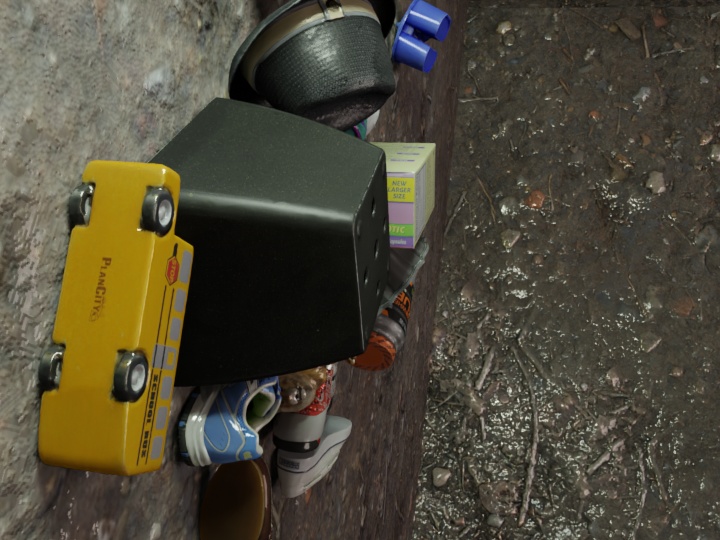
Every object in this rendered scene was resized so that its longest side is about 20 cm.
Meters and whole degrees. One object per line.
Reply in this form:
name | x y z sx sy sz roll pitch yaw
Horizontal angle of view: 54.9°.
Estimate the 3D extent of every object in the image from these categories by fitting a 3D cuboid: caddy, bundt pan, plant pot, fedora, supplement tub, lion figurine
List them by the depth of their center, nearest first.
plant pot | -0.069 -0.026 0.626 0.200 0.175 0.202 -70 159 -54
fedora | -0.031 -0.194 0.699 0.092 0.199 0.200 59 8 10
lion figurine | -0.073 0.071 0.869 0.073 0.121 0.203 110 -29 -76
bundt pan | 0.000 0.000 0.998 0.076 0.201 0.203 45 32 -15
supplement tub | 0.028 0.068 1.235 0.123 0.121 0.202 79 19 -50
caddy | 0.125 -0.524 1.545 0.143 0.104 0.200 -64 173 16

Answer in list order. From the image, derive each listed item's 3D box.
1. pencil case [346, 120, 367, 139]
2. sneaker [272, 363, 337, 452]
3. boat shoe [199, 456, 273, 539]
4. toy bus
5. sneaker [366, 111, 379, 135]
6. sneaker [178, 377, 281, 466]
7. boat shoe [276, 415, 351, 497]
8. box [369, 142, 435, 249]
pencil case | -0.036 -0.204 0.863 0.092 0.085 0.201 37 31 -24
sneaker | -0.070 0.156 0.924 0.201 0.066 0.110 -52 150 -77
boat shoe | -0.126 0.282 0.717 0.070 0.069 0.203 -7 109 -70
toy bus | -0.161 0.032 0.474 0.078 0.064 0.203 45 50 -74
sneaker | -0.011 -0.289 1.059 0.115 0.074 0.203 18 82 -78
sneaker | -0.112 0.112 0.703 0.202 0.076 0.076 -76 163 -44
boat shoe | -0.064 0.263 0.994 0.200 0.071 0.067 -27 124 -75
box | 0.004 -0.109 0.936 0.200 0.173 0.098 -56 148 -67
